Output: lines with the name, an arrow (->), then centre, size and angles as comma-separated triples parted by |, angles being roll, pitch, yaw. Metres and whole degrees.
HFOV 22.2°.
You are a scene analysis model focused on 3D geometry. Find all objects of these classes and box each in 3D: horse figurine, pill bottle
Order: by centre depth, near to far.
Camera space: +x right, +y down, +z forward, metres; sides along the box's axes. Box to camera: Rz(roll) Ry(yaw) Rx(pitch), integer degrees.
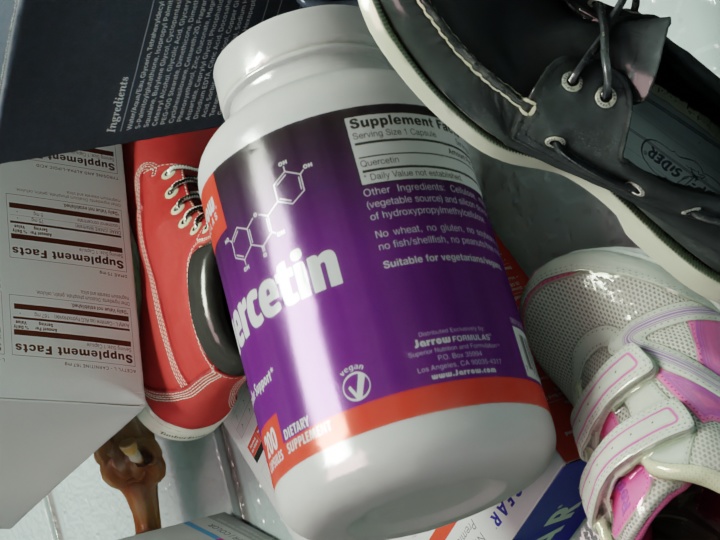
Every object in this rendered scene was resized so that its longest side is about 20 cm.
pill bottle -> 0.000, 0.000, 0.736 | 0.112, 0.112, 0.201 | -43, 57, 51
horse figurine -> -0.150, 0.069, 1.063 | 0.133, 0.050, 0.201 | 74, 172, -61

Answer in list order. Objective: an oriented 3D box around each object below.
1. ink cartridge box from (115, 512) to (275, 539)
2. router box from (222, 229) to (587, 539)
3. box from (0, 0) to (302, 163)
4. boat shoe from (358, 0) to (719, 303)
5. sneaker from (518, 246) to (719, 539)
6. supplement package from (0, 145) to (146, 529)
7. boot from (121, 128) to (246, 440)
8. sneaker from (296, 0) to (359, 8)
ink cartridge box -> -0.123, 0.188, 0.963 | 0.104, 0.199, 0.060 | 18, 111, 49
router box -> 0.023, 0.073, 0.858 | 0.180, 0.049, 0.201 | 56, 140, 27
box -> -0.105, -0.146, 0.833 | 0.149, 0.199, 0.108 | 50, 137, 31
boat shoe -> 0.090, -0.060, 0.630 | 0.199, 0.075, 0.066 | 38, 141, -18
sneaker -> 0.119, 0.064, 0.689 | 0.200, 0.088, 0.082 | 46, 134, 36
supplement package -> -0.218, 0.007, 0.942 | 0.191, 0.146, 0.202 | -39, 52, 50
boot -> -0.071, -0.033, 0.897 | 0.144, 0.072, 0.202 | 133, 135, -58
sneaker -> 0.037, -0.165, 0.732 | 0.074, 0.081, 0.201 | 54, 137, 28
